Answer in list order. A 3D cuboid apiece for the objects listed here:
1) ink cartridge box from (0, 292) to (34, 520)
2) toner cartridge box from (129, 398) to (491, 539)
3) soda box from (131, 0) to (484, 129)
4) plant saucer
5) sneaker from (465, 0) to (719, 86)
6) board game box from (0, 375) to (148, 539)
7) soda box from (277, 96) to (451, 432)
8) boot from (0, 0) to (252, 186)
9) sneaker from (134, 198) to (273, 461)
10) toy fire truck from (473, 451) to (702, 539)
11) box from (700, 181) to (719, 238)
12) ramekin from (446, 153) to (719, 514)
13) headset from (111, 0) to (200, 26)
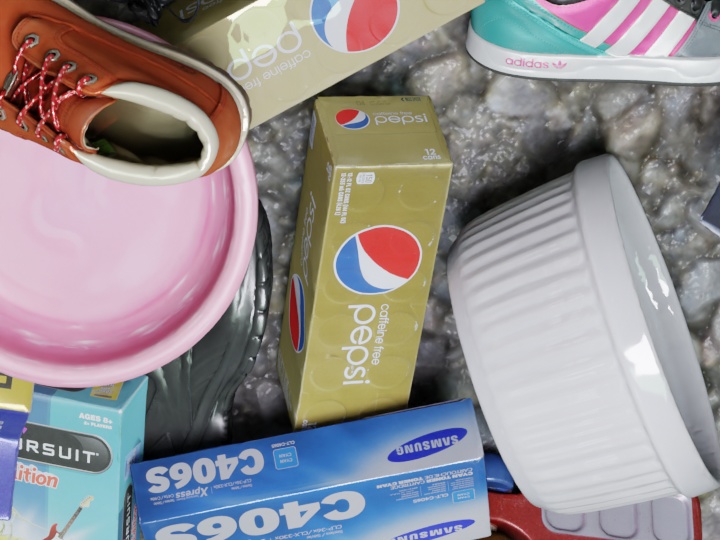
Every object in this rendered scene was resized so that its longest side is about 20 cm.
[{"bbox_3d":[-0.274,0.025,1.456,0.197,0.047,0.201,8,75,-14],"label":"ink cartridge box"},{"bbox_3d":[-0.027,0.133,1.535,0.199,0.043,0.095,-11,146,-2],"label":"toner cartridge box"},{"bbox_3d":[-0.037,-0.137,1.460,0.200,0.064,0.068,-28,117,5],"label":"soda box"},{"bbox_3d":[-0.153,-0.040,1.418,0.200,0.051,0.201,0,104,2],"label":"plant saucer"},{"bbox_3d":[0.160,-0.173,1.466,0.199,0.084,0.121,-2,126,-7],"label":"sneaker"},{"bbox_3d":[-0.206,0.145,1.554,0.150,0.047,0.201,10,117,12],"label":"board game box"},{"bbox_3d":[0.000,0.000,1.501,0.067,0.064,0.200,-2,131,-13],"label":"soda box"},{"bbox_3d":[-0.154,-0.094,1.326,0.199,0.107,0.075,17,105,0],"label":"boot"},{"bbox_3d":[-0.105,0.044,1.539,0.090,0.076,0.201,15,111,-7],"label":"sneaker"},{"bbox_3d":[0.113,0.195,1.606,0.199,0.168,0.112,9,150,-14],"label":"toy fire truck"},{"bbox_3d":[0.293,-0.094,1.470,0.104,0.148,0.200,32,111,14],"label":"box"},{"bbox_3d":[0.125,0.043,1.507,0.105,0.200,0.201,-18,118,13],"label":"ramekin"},{"bbox_3d":[-0.072,-0.224,1.420,0.123,0.094,0.200,25,95,-20],"label":"headset"}]
